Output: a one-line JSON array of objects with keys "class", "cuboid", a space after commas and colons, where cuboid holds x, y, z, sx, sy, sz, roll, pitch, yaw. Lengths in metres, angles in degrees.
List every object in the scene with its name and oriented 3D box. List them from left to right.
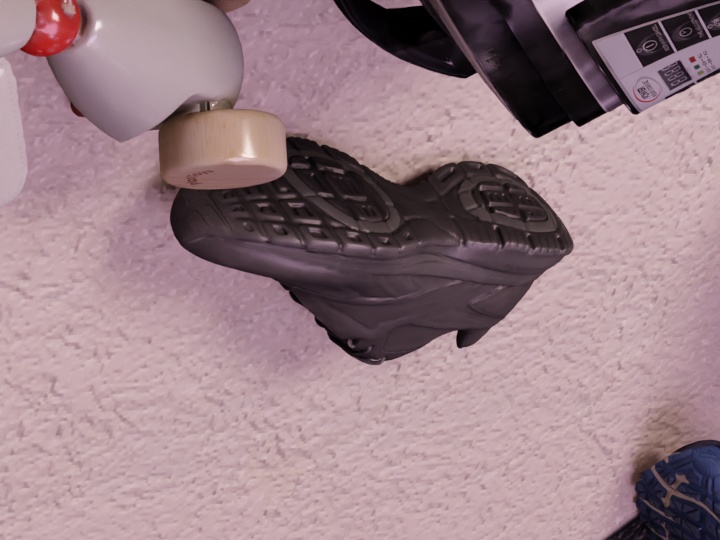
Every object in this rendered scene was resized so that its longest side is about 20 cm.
[{"class": "toy dog", "cuboid": [-0.116, -0.082, 0.988, 0.096, 0.132, 0.200, -17, 146, 36]}, {"class": "sneaker", "cuboid": [0.000, 0.000, 1.153, 0.199, 0.076, 0.091, 8, 127, -37]}, {"class": "pressure cooker", "cuboid": [0.078, -0.147, 0.996, 0.200, 0.179, 0.176, -29, 112, 8]}, {"class": "sneaker", "cuboid": [0.205, 0.137, 1.420, 0.085, 0.077, 0.200, -40, 146, -14]}]
